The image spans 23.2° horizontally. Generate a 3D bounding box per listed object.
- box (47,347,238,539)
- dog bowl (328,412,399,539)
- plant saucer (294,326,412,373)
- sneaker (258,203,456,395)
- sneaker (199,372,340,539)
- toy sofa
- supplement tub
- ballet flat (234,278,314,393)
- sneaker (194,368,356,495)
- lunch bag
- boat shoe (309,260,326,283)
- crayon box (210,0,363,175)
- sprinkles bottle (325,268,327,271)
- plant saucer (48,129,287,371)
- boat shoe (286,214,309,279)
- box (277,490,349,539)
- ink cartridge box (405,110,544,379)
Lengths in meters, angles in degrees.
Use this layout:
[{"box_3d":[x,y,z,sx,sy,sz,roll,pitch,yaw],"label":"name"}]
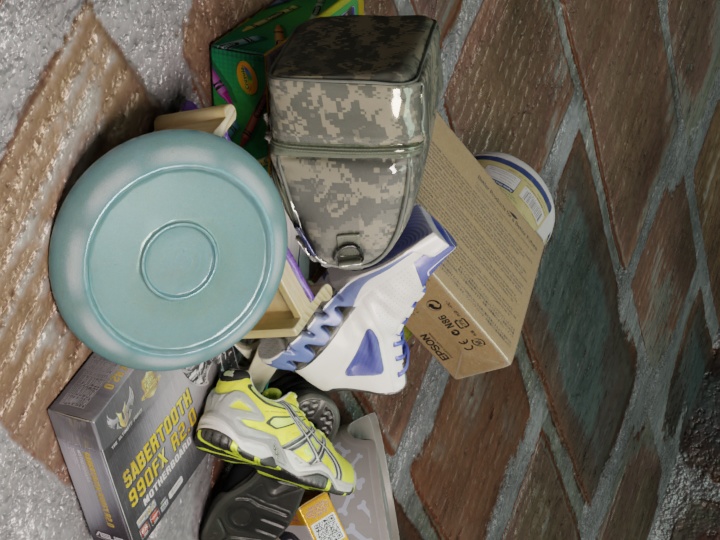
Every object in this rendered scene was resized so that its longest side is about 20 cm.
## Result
[{"box_3d":[-0.177,0.113,1.500,0.200,0.048,0.159,-55,147,-41],"label":"box"},{"box_3d":[0.004,0.256,1.890,0.200,0.058,0.202,-9,90,-87],"label":"dog bowl"},{"box_3d":[0.017,0.039,1.801,0.199,0.048,0.200,-35,-170,48],"label":"plant saucer"},{"box_3d":[0.016,0.040,1.550,0.115,0.199,0.081,42,16,-28],"label":"sneaker"},{"box_3d":[-0.091,0.184,1.701,0.200,0.076,0.114,-61,-163,13],"label":"sneaker"},{"box_3d":[-0.101,-0.046,1.475,0.098,0.082,0.201,-54,127,-40],"label":"toy sofa"},{"box_3d":[0.127,-0.030,2.013,0.200,0.143,0.145,-51,146,-46],"label":"supplement tub"},{"box_3d":[-0.103,0.083,1.629,0.201,0.069,0.069,-60,164,24],"label":"ballet flat"},{"box_3d":[-0.063,0.150,1.575,0.200,0.075,0.077,34,65,-49],"label":"sneaker"},{"box_3d":[-0.003,-0.111,1.483,0.200,0.138,0.169,-74,161,-65],"label":"lunch bag"},{"box_3d":[-0.005,-0.021,1.791,0.200,0.068,0.075,-39,152,-52],"label":"boat shoe"},{"box_3d":[-0.063,-0.180,1.606,0.200,0.058,0.120,-45,142,-52],"label":"crayon box"},{"box_3d":[0.000,0.000,1.673,0.069,0.068,0.201,73,26,-49],"label":"sprinkles bottle"},{"box_3d":[-0.146,-0.010,1.384,0.198,0.027,0.202,-8,111,-21],"label":"plant saucer"},{"box_3d":[-0.084,-0.015,1.636,0.065,0.072,0.201,-8,130,-31],"label":"boat shoe"},{"box_3d":[-0.032,0.317,1.749,0.041,0.119,0.201,-26,95,-28],"label":"box"},{"box_3d":[0.079,-0.024,1.665,0.200,0.075,0.166,47,42,-28],"label":"ink cartridge box"}]
